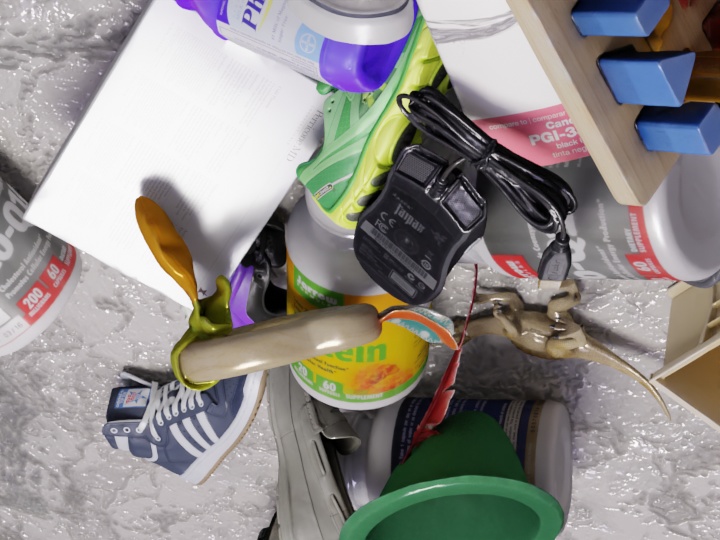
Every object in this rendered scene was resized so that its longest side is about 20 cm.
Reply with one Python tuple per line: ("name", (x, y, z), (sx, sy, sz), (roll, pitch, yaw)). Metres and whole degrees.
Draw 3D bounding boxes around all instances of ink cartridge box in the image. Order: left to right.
("ink cartridge box", (0.091, -0.184, 1.049), (0.082, 0.147, 0.200), (-8, 132, 22))

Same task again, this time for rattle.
("rattle", (-0.040, 0.004, 1.197), (0.199, 0.144, 0.130), (-15, 165, 23))

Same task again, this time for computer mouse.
("computer mouse", (0.072, -0.029, 1.095), (0.140, 0.046, 0.200), (37, 148, 12))

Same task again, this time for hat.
("hat", (0.070, 0.124, 1.351), (0.200, 0.177, 0.165), (-31, 138, 32))

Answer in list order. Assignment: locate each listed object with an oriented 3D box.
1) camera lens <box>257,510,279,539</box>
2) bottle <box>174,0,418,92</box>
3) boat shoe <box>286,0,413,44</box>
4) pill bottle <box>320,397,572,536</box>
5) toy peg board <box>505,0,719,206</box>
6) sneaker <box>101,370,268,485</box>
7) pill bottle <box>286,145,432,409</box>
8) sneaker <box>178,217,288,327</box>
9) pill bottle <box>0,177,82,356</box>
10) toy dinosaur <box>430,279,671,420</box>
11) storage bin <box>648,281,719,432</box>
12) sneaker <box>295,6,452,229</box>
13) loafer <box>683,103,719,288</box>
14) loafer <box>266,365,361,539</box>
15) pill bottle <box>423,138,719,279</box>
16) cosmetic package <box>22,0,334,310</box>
("camera lens", (-0.003, 0.304, 1.567), (0.199, 0.160, 0.160), (12, 137, 4))
("bottle", (-0.062, -0.182, 1.113), (0.199, 0.084, 0.065), (27, -179, 25))
("boat shoe", (-0.015, -0.208, 1.031), (0.072, 0.200, 0.066), (-6, 131, -9))
("pill bottle", (0.069, 0.160, 1.434), (0.199, 0.111, 0.111), (1, 135, 16))
("toy peg board", (0.192, -0.172, 0.978), (0.098, 0.199, 0.200), (8, 143, 46))
("sneaker", (-0.151, 0.109, 1.478), (0.108, 0.070, 0.200), (24, 139, -11))
("pill bottle", (0.000, 0.000, 1.290), (0.111, 0.111, 0.201), (9, 136, 7))
("sneaker", (-0.109, -0.028, 1.333), (0.099, 0.070, 0.201), (-18, 124, 12))
("pill bottle", (-0.321, -0.035, 1.346), (0.114, 0.114, 0.200), (-22, 126, 33))
("toy dinosaur", (0.154, 0.049, 1.352), (0.199, 0.058, 0.101), (15, 152, 12))
("storage bin", (0.353, 0.057, 1.259), (0.200, 0.094, 0.198), (35, 134, -19))
("sneaker", (0.014, -0.126, 1.146), (0.083, 0.074, 0.201), (34, 106, 21))
("loafer", (0.255, -0.078, 1.186), (0.072, 0.063, 0.201), (35, 138, 25))
("loafer", (-0.034, 0.135, 1.392), (0.069, 0.201, 0.070), (-11, 162, 11))
("pill bottle", (0.140, -0.051, 1.157), (0.199, 0.114, 0.114), (0, 137, 40))
("cosmetic package", (-0.124, -0.086, 1.231), (0.150, 0.052, 0.200), (31, 111, -13))
